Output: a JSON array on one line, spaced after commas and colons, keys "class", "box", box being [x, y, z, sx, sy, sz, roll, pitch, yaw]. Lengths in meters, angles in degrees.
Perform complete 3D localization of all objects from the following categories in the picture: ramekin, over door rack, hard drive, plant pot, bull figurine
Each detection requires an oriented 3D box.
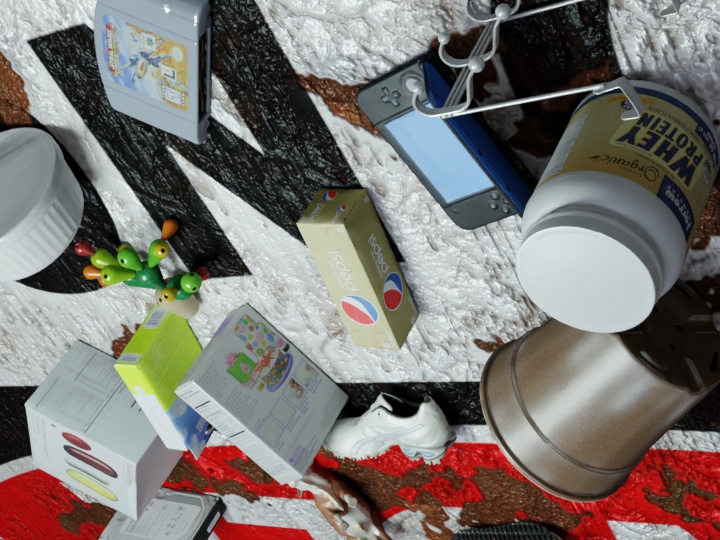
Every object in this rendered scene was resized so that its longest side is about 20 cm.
[{"class": "ramekin", "box": [-0.445, -0.077, 1.491, 0.201, 0.203, 0.094, 5, 149, 30]}, {"class": "over door rack", "box": [0.152, -0.197, 0.982, 0.199, 0.148, 0.067, 4, 140, 32]}, {"class": "hard drive", "box": [-0.347, 0.443, 2.032, 0.199, 0.140, 0.038, 1, 133, 35]}, {"class": "plant pot", "box": [0.258, 0.105, 1.219, 0.200, 0.201, 0.198, 34, 134, -3]}, {"class": "bull figurine", "box": [-0.024, 0.364, 1.771, 0.200, 0.065, 0.121, 45, 174, -28]}]

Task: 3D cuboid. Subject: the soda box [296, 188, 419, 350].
[{"class": "soda box", "box": [0.000, 0.000, 1.369, 0.067, 0.064, 0.201, 3, 135, 32]}]

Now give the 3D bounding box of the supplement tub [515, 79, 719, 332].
[{"class": "supplement tub", "box": [0.227, -0.057, 1.037, 0.144, 0.200, 0.145, 18, 141, 16]}]

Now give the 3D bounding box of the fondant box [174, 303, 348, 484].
[{"class": "fondant box", "box": [-0.129, 0.166, 1.574, 0.200, 0.145, 0.058, 44, 142, -15]}]

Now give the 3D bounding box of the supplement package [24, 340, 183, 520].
[{"class": "supplement package", "box": [-0.400, 0.254, 1.855, 0.199, 0.147, 0.192, 25, 142, 11]}]

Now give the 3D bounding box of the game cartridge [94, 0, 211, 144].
[{"class": "game cartridge", "box": [-0.228, -0.237, 1.289, 0.133, 0.042, 0.200, 20, 141, 9]}]

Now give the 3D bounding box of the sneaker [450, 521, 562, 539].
[{"class": "sneaker", "box": [0.224, 0.410, 1.677, 0.199, 0.071, 0.093, -13, 142, 40]}]

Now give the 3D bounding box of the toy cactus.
[{"class": "toy cactus", "box": [-0.270, 0.006, 1.559, 0.199, 0.103, 0.165, 2, 152, 30]}]

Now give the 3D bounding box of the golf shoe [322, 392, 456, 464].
[{"class": "golf shoe", "box": [0.029, 0.201, 1.575, 0.199, 0.078, 0.098, -5, 118, 28]}]

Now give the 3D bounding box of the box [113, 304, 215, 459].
[{"class": "box", "box": [-0.265, 0.161, 1.679, 0.047, 0.122, 0.201, 1, 133, 28]}]

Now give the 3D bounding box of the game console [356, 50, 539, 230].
[{"class": "game console", "box": [0.089, -0.101, 1.153, 0.170, 0.119, 0.200, -20, 119, 45]}]
